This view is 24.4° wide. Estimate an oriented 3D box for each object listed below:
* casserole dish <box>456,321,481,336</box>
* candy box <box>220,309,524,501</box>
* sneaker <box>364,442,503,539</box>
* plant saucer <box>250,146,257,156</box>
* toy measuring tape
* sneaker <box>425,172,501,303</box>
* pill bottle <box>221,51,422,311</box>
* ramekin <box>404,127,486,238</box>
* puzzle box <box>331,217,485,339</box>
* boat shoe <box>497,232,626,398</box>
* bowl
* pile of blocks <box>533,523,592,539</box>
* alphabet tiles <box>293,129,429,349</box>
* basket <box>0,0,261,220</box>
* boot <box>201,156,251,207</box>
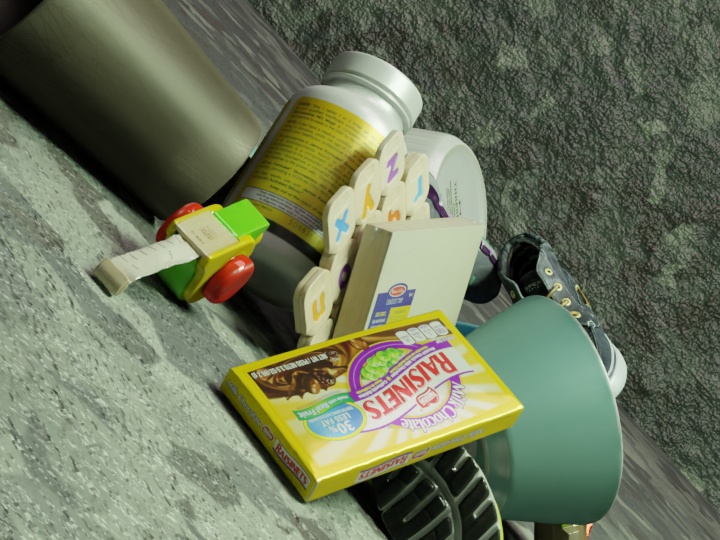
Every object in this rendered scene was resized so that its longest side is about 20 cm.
[{"bbox_3d":[0.089,0.074,1.588,0.200,0.039,0.121,11,7,40],"label":"casserole dish"},{"bbox_3d":[0.012,0.086,1.124,0.200,0.026,0.102,-14,56,-43],"label":"candy box"},{"bbox_3d":[0.035,0.136,1.191,0.200,0.078,0.090,51,2,17],"label":"sneaker"},{"bbox_3d":[-0.109,-0.085,1.582,0.200,0.070,0.019,43,35,-29],"label":"plant saucer"},{"bbox_3d":[-0.128,-0.001,1.143,0.074,0.074,0.200,48,30,8],"label":"toy measuring tape"},{"bbox_3d":[0.060,-0.009,1.481,0.200,0.074,0.088,46,45,-42],"label":"sneaker"},{"bbox_3d":[-0.032,-0.075,1.351,0.112,0.200,0.112,27,-20,11],"label":"pill bottle"},{"bbox_3d":[0.057,-0.050,1.671,0.094,0.203,0.202,2,-14,25],"label":"ramekin"},{"bbox_3d":[0.038,0.023,1.357,0.025,0.133,0.200,21,11,23],"label":"puzzle box"},{"bbox_3d":[0.168,0.044,1.463,0.091,0.071,0.200,53,9,-26],"label":"boat shoe"},{"bbox_3d":[0.122,0.130,1.402,0.201,0.105,0.201,45,-38,52],"label":"bowl"},{"bbox_3d":[0.184,0.168,1.490,0.082,0.062,0.200,-13,-90,66],"label":"pile of blocks"},{"bbox_3d":[0.003,-0.005,1.317,0.015,0.200,0.196,17,-45,23],"label":"alphabet tiles"},{"bbox_3d":[-0.182,-0.146,1.275,0.200,0.136,0.180,47,9,-24],"label":"basket"},{"bbox_3d":[-0.112,-0.067,1.498,0.200,0.068,0.131,52,1,-31],"label":"boot"}]
